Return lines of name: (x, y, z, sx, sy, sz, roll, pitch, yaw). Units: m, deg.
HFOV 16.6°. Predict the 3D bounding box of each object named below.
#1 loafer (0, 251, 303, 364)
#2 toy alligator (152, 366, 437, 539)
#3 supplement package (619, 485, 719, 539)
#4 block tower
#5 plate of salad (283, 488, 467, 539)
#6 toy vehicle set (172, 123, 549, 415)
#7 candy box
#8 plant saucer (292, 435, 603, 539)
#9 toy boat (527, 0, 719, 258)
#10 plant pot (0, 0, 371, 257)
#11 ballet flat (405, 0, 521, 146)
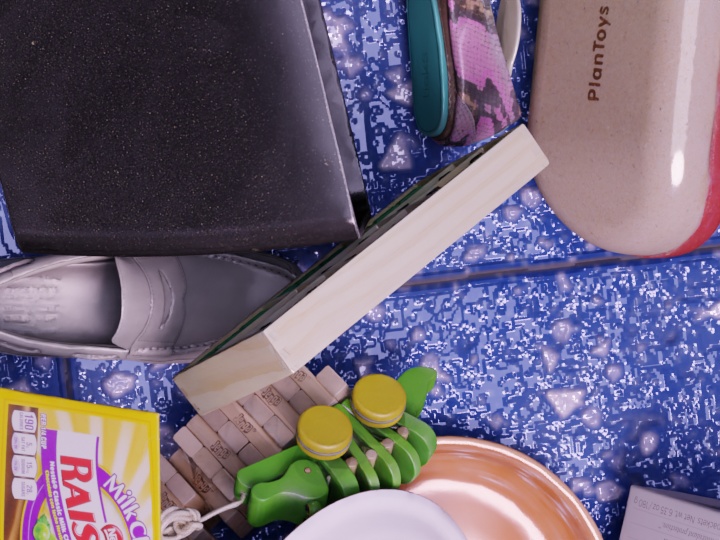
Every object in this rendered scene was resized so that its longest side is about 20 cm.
loafer: (-0.125, 0.020, 1.351, 0.198, 0.070, 0.070, -5, 93, -9)
toy alligator: (-0.021, 0.113, 1.316, 0.199, 0.060, 0.054, -29, 59, -32)
supplement package: (0.207, 0.235, 1.370, 0.119, 0.121, 0.201, 12, 89, -31)
block tower: (-0.089, 0.124, 1.359, 0.200, 0.054, 0.058, -43, 66, -4)
plate of salad: (-0.010, 0.212, 1.323, 0.199, 0.048, 0.202, -15, 112, -40)
toy vehicle set: (0.000, 0.000, 1.308, 0.200, 0.124, 0.027, -39, 96, -30)
candy box: (-0.144, 0.162, 1.224, 0.102, 0.026, 0.201, 13, 66, -39)
plant saucer: (0.046, 0.193, 1.401, 0.199, 0.037, 0.202, 0, 93, -9)
toy boat: (0.175, -0.107, 1.381, 0.130, 0.130, 0.202, 1, 97, -41)
plant pot: (-0.103, -0.098, 1.299, 0.176, 0.200, 0.201, -15, 94, 4)
ballet flat: (0.053, -0.172, 1.381, 0.071, 0.069, 0.201, -14, 98, -26)
